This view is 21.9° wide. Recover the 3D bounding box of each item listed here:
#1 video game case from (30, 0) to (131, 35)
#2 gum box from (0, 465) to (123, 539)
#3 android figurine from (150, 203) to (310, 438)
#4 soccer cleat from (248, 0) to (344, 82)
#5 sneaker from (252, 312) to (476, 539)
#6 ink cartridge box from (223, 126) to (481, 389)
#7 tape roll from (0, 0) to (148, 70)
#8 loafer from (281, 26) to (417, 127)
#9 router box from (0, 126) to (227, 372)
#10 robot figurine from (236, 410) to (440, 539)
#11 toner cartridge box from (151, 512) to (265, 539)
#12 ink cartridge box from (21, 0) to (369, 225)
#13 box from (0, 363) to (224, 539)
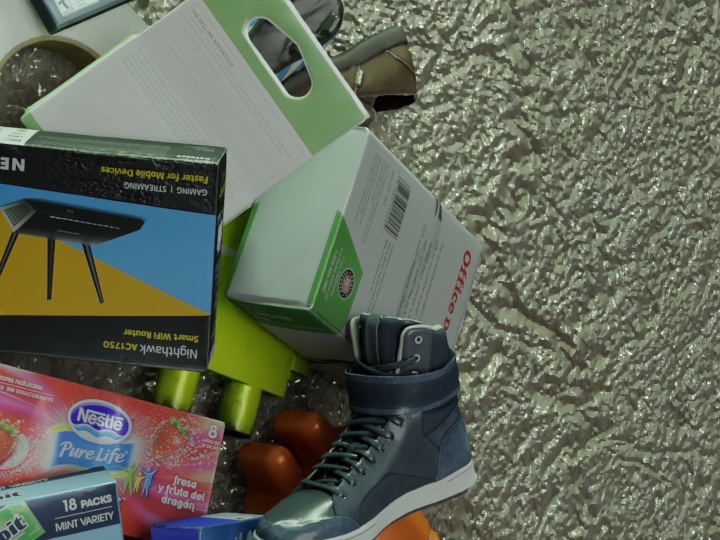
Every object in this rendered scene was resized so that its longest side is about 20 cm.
[{"bbox_3d":[-0.215,-0.284,1.350,0.143,0.019,0.200,-31,92,-37],"label":"video game case"},{"bbox_3d":[-0.232,0.243,1.211,0.169,0.045,0.201,-9,102,-19],"label":"gum box"},{"bbox_3d":[-0.099,0.019,1.398,0.182,0.041,0.201,22,72,-39],"label":"android figurine"},{"bbox_3d":[-0.098,-0.147,1.376,0.200,0.086,0.070,-33,99,-9],"label":"soccer cleat"},{"bbox_3d":[-0.004,0.110,1.295,0.202,0.077,0.147,-22,113,-43],"label":"sneaker"},{"bbox_3d":[0.000,0.000,1.408,0.200,0.084,0.146,43,60,-51],"label":"ink cartridge box"},{"bbox_3d":[-0.225,-0.113,1.345,0.202,0.037,0.204,3,85,-33],"label":"tape roll"},{"bbox_3d":[-0.021,-0.125,1.441,0.200,0.073,0.071,-33,91,-35],"label":"loafer"},{"bbox_3d":[-0.194,-0.017,1.264,0.199,0.051,0.150,5,107,3],"label":"router box"},{"bbox_3d":[-0.012,0.200,1.411,0.200,0.116,0.144,55,27,-17],"label":"robot figurine"},{"bbox_3d":[-0.100,0.270,1.269,0.095,0.043,0.201,2,87,-60],"label":"toner cartridge box"},{"bbox_3d":[-0.116,-0.107,1.304,0.200,0.048,0.146,-36,98,-1],"label":"ink cartridge box"},{"bbox_3d":[-0.210,0.129,1.299,0.200,0.103,0.095,18,77,-29],"label":"box"}]
